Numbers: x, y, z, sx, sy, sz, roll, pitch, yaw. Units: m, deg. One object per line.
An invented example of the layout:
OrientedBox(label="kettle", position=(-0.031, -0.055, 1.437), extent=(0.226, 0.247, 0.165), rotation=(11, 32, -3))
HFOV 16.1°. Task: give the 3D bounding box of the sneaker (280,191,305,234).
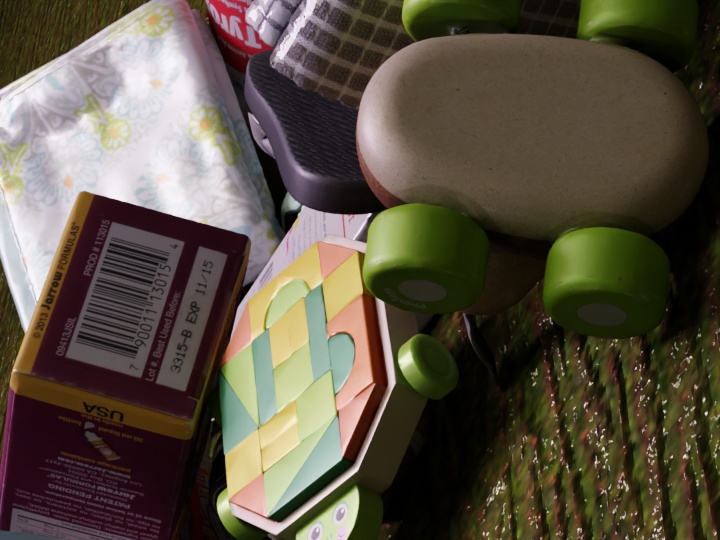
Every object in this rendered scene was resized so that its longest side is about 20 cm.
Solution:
OrientedBox(label="sneaker", position=(0.013, -0.080, 1.502), extent=(0.200, 0.074, 0.118), rotation=(-57, 9, 55))

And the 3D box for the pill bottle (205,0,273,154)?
OrientedBox(label="pill bottle", position=(-0.041, -0.165, 1.602), extent=(0.200, 0.112, 0.112), rotation=(81, -165, -47))

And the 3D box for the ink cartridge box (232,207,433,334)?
OrientedBox(label="ink cartridge box", position=(0.000, 0.000, 1.439), extent=(0.200, 0.068, 0.115), rotation=(-56, 19, 26))

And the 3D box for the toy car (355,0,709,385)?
OrientedBox(label="toy car", position=(0.076, -0.027, 1.203), extent=(0.200, 0.157, 0.165), rotation=(91, -173, -64))

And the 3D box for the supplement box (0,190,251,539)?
OrientedBox(label="supplement box", position=(-0.135, 0.073, 1.421), extent=(0.200, 0.103, 0.131), rotation=(107, 178, -54))

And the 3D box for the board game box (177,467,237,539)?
OrientedBox(label="board game box", position=(-0.113, 0.225, 1.489), extent=(0.152, 0.046, 0.200), rotation=(-59, 17, 16))

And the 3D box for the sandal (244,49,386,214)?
OrientedBox(label="sandal", position=(-0.025, -0.074, 1.393), extent=(0.200, 0.076, 0.043), rotation=(-99, 14, -62))

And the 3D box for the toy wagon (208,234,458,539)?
OrientedBox(label="toy wagon", position=(-0.016, 0.075, 1.273), extent=(0.155, 0.040, 0.200), rotation=(-40, 39, 32))

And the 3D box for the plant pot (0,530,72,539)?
OrientedBox(label="plant pot", position=(-0.131, 0.220, 1.283), extent=(0.141, 0.200, 0.141), rotation=(-62, 17, 6))

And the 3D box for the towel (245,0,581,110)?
OrientedBox(label="towel", position=(0.067, -0.148, 1.257), extent=(0.166, 0.200, 0.086), rotation=(-61, 38, 23))

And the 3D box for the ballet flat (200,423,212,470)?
OrientedBox(label="ballet flat", position=(-0.135, 0.173, 1.628), extent=(0.200, 0.072, 0.072), rotation=(-65, 17, 3))

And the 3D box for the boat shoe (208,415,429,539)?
OrientedBox(label="boat shoe", position=(-0.035, 0.116, 1.371), extent=(0.201, 0.072, 0.066), rotation=(-28, 34, 56))

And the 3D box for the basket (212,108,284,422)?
OrientedBox(label="basket", position=(-0.120, -0.023, 1.721), extent=(0.200, 0.136, 0.181), rotation=(-75, -24, -55))

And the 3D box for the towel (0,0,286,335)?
OrientedBox(label="towel", position=(-0.147, -0.054, 1.564), extent=(0.171, 0.048, 0.200), rotation=(-29, 64, 17))
